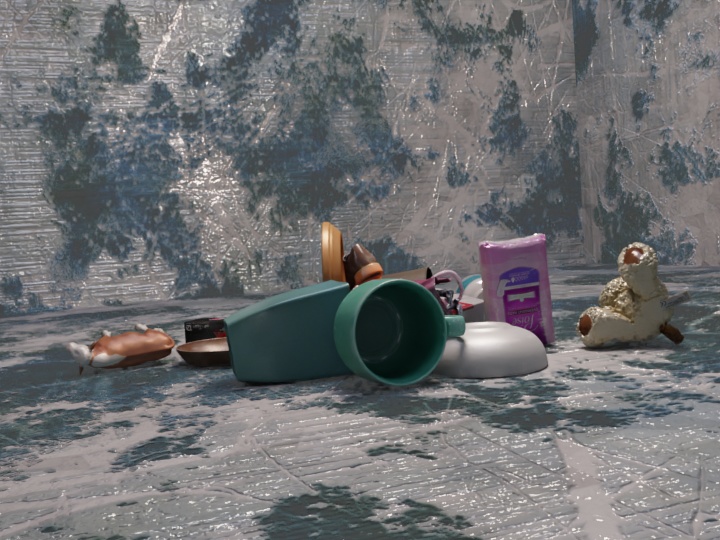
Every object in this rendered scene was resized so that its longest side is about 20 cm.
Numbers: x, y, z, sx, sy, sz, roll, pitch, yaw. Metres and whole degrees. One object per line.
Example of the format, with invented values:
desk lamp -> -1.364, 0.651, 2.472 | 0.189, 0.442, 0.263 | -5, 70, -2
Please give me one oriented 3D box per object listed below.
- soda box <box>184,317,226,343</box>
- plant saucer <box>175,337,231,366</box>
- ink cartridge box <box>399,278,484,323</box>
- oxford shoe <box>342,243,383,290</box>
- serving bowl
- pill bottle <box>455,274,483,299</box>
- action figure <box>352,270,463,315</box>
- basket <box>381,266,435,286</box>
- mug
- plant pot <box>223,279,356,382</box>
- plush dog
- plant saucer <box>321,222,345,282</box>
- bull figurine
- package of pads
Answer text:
soda box -> -0.271, 0.133, 1.621 | 0.197, 0.064, 0.071 | -2, 2, 17
plant saucer -> -0.252, 0.154, 1.460 | 0.197, 0.035, 0.200 | -5, 3, 0
ink cartridge box -> 0.122, 0.082, 1.481 | 0.198, 0.085, 0.145 | 15, 12, 29
oxford shoe -> 0.000, 0.000, 1.491 | 0.071, 0.074, 0.200 | -24, -11, -15
serving bowl -> 0.196, 0.120, 1.212 | 0.197, 0.067, 0.200 | -3, 3, 0
pill bottle -> 0.276, 0.068, 1.720 | 0.109, 0.113, 0.200 | -4, 2, 1
action figure -> 0.061, 0.045, 1.260 | 0.197, 0.135, 0.149 | -5, 31, 20
basket -> 0.072, 0.072, 1.794 | 0.197, 0.138, 0.180 | -7, -2, 12
mug -> 0.048, 0.097, 1.136 | 0.184, 0.153, 0.114 | 32, -14, -20
plant pot -> -0.115, 0.108, 1.237 | 0.197, 0.143, 0.141 | -12, 4, -13
plush dog -> 0.484, 0.058, 1.356 | 0.159, 0.202, 0.172 | 29, 13, -2
plant saucer -> -0.050, 0.005, 1.497 | 0.037, 0.203, 0.200 | -3, 3, 1
bull figurine -> -0.459, 0.149, 1.459 | 0.197, 0.066, 0.121 | -2, 14, -24
package of pads -> 0.282, 0.038, 1.387 | 0.119, 0.203, 0.076 | -7, 8, -3
